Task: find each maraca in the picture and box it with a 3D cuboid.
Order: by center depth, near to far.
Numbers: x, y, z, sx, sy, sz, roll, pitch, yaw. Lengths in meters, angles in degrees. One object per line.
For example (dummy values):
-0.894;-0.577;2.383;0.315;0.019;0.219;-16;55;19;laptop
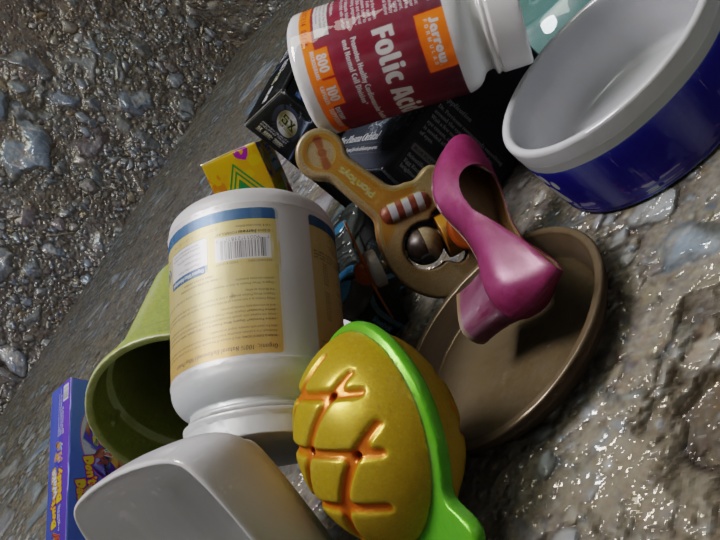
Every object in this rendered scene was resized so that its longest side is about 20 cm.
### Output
0.020;0.128;0.562;0.201;0.107;0.137;64;146;28;maraca

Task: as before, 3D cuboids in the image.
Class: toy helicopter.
0.019;-0.048;0.766;0.132;0.200;0.079;-52;2;2;toy helicopter

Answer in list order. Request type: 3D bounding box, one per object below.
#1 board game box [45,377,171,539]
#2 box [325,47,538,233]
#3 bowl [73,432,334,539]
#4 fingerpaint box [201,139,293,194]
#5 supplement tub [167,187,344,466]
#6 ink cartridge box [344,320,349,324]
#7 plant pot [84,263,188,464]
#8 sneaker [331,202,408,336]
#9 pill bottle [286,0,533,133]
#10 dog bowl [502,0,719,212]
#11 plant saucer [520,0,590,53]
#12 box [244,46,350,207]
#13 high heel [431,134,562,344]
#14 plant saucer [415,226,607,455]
-0.246;0.220;0.875;0.045;0.134;0.201;-35;51;36;board game box
0.079;-0.147;0.914;0.200;0.117;0.197;-54;21;-9;box
-0.097;0.205;0.624;0.199;0.200;0.075;-31;10;42;bowl
-0.120;-0.074;1.065;0.073;0.168;0.200;-23;11;3;fingerpaint box
-0.085;0.050;0.706;0.144;0.144;0.201;-31;56;43;supplement tub
-0.059;0.085;0.923;0.162;0.057;0.200;-43;18;24;ink cartridge box
-0.166;0.085;0.896;0.200;0.200;0.185;-42;27;24;plant pot
0.000;0.000;0.885;0.073;0.082;0.200;-45;24;23;sneaker
0.046;-0.202;0.764;0.199;0.115;0.114;-15;33;15;pill bottle
0.212;-0.147;0.683;0.200;0.079;0.200;-43;23;23;dog bowl
0.222;-0.315;0.997;0.200;0.036;0.200;-44;22;22;plant saucer
-0.018;-0.187;1.061;0.086;0.200;0.164;-30;29;45;box
0.109;-0.047;0.654;0.096;0.067;0.201;-45;41;43;high heel
0.108;0.055;0.646;0.200;0.029;0.200;-43;22;22;plant saucer
